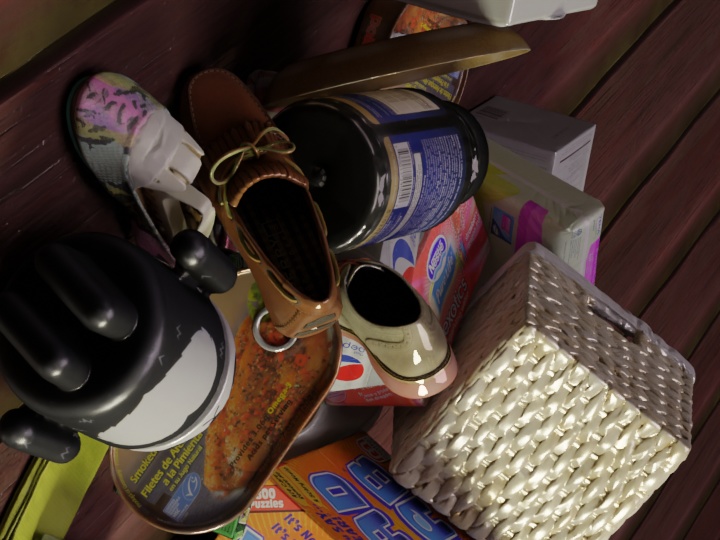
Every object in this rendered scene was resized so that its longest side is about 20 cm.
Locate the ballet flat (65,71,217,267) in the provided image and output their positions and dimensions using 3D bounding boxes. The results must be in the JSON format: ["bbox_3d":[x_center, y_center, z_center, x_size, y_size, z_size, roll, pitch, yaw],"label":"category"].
[{"bbox_3d":[-0.133,-0.061,1.384,0.069,0.071,0.200,-57,154,-21],"label":"ballet flat"}]

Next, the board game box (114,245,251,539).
[{"bbox_3d":[-0.108,0.085,1.522,0.023,0.104,0.201,-6,113,-71],"label":"board game box"}]

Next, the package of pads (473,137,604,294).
[{"bbox_3d":[0.123,-0.028,1.859,0.068,0.200,0.155,-29,137,-34],"label":"package of pads"}]

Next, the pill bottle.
[{"bbox_3d":[0.015,-0.078,1.541,0.200,0.111,0.113,-14,120,-59],"label":"pill bottle"}]

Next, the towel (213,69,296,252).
[{"bbox_3d":[-0.074,-0.054,1.599,0.146,0.030,0.201,2,103,-68],"label":"towel"}]

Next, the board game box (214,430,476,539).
[{"bbox_3d":[-0.018,0.284,1.694,0.200,0.200,0.200,-55,163,19],"label":"board game box"}]

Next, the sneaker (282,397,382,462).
[{"bbox_3d":[-0.031,0.106,1.766,0.200,0.072,0.085,-43,148,-48],"label":"sneaker"}]

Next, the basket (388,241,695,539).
[{"bbox_3d":[0.153,0.123,1.740,0.200,0.198,0.161,-48,-168,20],"label":"basket"}]

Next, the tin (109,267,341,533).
[{"bbox_3d":[-0.095,0.089,1.457,0.200,0.112,0.042,-54,-174,-2],"label":"tin"}]

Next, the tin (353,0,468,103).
[{"bbox_3d":[0.042,-0.175,1.768,0.200,0.042,0.113,20,85,-69],"label":"tin"}]

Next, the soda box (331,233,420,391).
[{"bbox_3d":[0.000,0.000,1.630,0.201,0.068,0.064,-79,152,-44],"label":"soda box"}]

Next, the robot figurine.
[{"bbox_3d":[-0.156,0.049,1.338,0.200,0.149,0.126,41,42,-66],"label":"robot figurine"}]

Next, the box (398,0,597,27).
[{"bbox_3d":[0.069,-0.270,1.531,0.199,0.199,0.132,-23,127,-63],"label":"box"}]

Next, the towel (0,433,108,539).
[{"bbox_3d":[-0.195,0.123,1.457,0.201,0.018,0.086,-64,157,-18],"label":"towel"}]

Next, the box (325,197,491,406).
[{"bbox_3d":[0.029,0.009,1.740,0.201,0.094,0.103,-64,143,-42],"label":"box"}]

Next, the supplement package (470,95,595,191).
[{"bbox_3d":[0.144,-0.050,2.016,0.114,0.109,0.201,-33,137,-58],"label":"supplement package"}]

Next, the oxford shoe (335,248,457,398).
[{"bbox_3d":[0.002,0.011,1.509,0.071,0.200,0.074,-33,133,-18],"label":"oxford shoe"}]

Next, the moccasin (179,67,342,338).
[{"bbox_3d":[-0.069,-0.053,1.414,0.073,0.202,0.078,-14,159,-16],"label":"moccasin"}]

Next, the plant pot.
[{"bbox_3d":[0.023,-0.150,1.499,0.200,0.199,0.028,-16,95,-65],"label":"plant pot"}]

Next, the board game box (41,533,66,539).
[{"bbox_3d":[-0.227,0.293,1.477,0.201,0.034,0.134,-67,163,-6],"label":"board game box"}]
